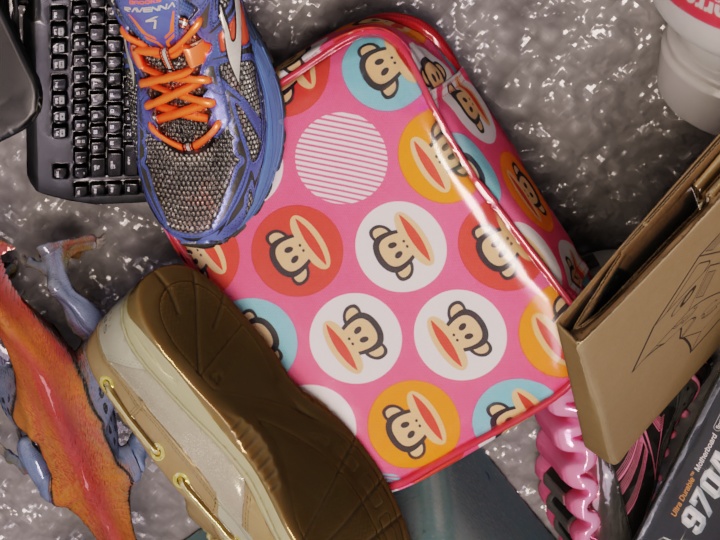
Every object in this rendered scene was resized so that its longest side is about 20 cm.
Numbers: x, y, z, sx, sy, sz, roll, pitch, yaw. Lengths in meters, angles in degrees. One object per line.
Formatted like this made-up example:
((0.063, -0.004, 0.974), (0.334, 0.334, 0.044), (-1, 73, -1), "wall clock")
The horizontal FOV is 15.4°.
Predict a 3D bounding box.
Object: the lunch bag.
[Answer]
((0.000, 0.000, 1.236), (0.176, 0.082, 0.201), (-31, 95, 18), "lunch bag")

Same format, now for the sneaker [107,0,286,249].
((-0.082, -0.109, 1.163), (0.075, 0.078, 0.201), (-4, 95, 22), "sneaker")

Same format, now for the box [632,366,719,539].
((0.228, 0.101, 1.241), (0.158, 0.046, 0.201), (26, 118, 7), "box")

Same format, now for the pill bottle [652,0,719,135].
((0.186, -0.161, 1.182), (0.110, 0.111, 0.201), (1, 130, -6), "pill bottle")

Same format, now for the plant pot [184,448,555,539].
((0.017, 0.219, 1.306), (0.195, 0.200, 0.197), (-34, 113, 12), "plant pot")

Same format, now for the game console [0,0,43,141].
((-0.269, -0.101, 1.164), (0.199, 0.116, 0.177), (-25, 94, 10), "game console")

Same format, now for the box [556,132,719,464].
((0.152, 0.000, 1.194), (0.021, 0.200, 0.164), (39, 81, 18), "box")

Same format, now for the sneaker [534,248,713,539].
((0.134, 0.074, 1.325), (0.095, 0.079, 0.201), (-14, 118, -11), "sneaker")

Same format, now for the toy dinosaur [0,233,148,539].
((-0.148, 0.083, 1.261), (0.104, 0.200, 0.183), (-14, 85, 18), "toy dinosaur")

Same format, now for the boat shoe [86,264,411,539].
((-0.049, 0.090, 1.211), (0.066, 0.074, 0.201), (-31, 95, 42), "boat shoe")

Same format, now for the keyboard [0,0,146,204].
((-0.130, -0.119, 1.221), (0.103, 0.040, 0.201), (-1, 114, -6), "keyboard")
